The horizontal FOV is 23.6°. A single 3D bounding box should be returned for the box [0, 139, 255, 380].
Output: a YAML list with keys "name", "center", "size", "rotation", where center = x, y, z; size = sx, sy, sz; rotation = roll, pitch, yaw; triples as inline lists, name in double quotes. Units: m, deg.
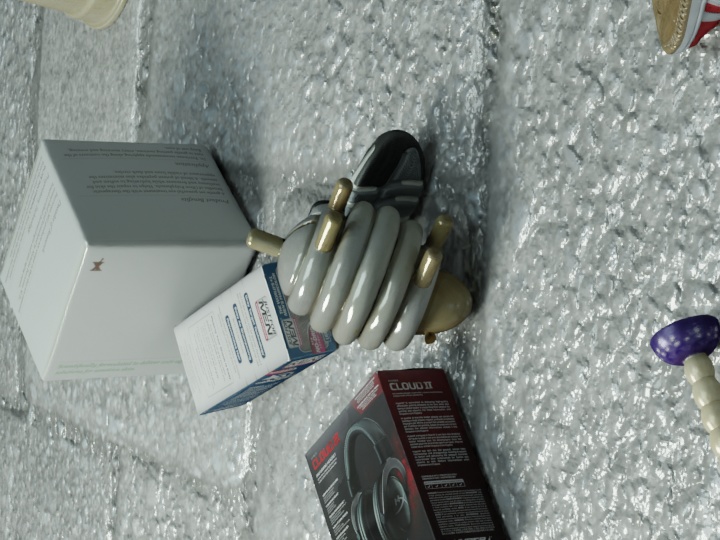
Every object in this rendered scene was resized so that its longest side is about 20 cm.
- name: "box"
  center: [-0.250, -0.011, 1.834]
  size: [0.171, 0.199, 0.200]
  rotation: [58, 137, 40]

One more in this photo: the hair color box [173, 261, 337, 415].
- name: "hair color box"
  center: [-0.109, 0.068, 1.726]
  size: [0.200, 0.060, 0.100]
  rotation: [-33, 72, 53]

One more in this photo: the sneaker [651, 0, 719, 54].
- name: "sneaker"
  center: [0.264, -0.213, 1.171]
  size: [0.200, 0.112, 0.071]
  rotation: [93, 164, -71]

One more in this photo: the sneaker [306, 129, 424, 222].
- name: "sneaker"
  center: [-0.011, -0.055, 1.578]
  size: [0.116, 0.075, 0.200]
  rotation: [50, 130, 49]

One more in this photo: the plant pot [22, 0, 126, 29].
- name: "plant pot"
  center: [-0.393, -0.403, 2.092]
  size: [0.200, 0.183, 0.201]
  rotation: [-5, 84, 58]

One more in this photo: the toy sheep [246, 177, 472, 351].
- name: "toy sheep"
  center: [0.000, 0.000, 1.465]
  size: [0.138, 0.200, 0.138]
  rotation: [-157, 90, -90]

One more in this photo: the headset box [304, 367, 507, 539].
- name: "headset box"
  center: [0.034, 0.190, 1.492]
  size: [0.149, 0.077, 0.200]
  rotation: [-51, 50, 44]

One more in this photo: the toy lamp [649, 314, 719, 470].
- name: "toy lamp"
  center: [0.253, 0.128, 1.168]
  size: [0.058, 0.058, 0.200]
  rotation: [-47, 51, 46]
